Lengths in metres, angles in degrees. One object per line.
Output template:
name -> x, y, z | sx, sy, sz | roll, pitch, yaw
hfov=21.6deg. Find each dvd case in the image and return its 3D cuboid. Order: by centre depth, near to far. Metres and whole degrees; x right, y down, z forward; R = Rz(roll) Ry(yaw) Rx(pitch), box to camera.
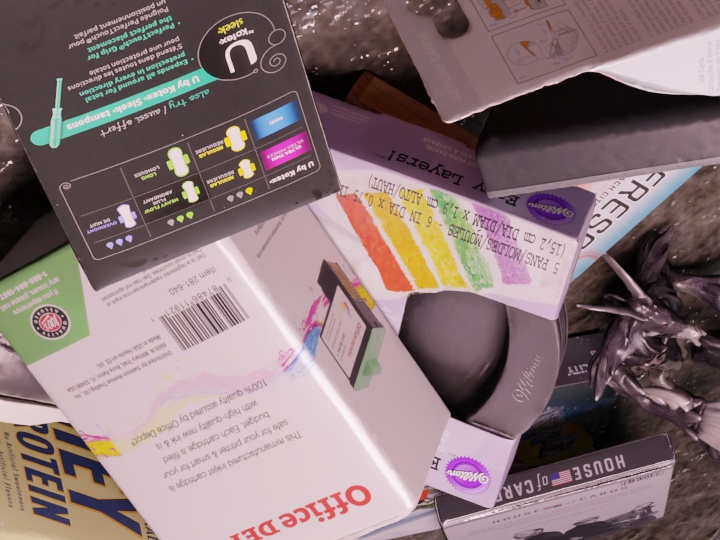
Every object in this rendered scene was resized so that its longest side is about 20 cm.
dvd case -> 0.128, 0.155, 1.229 | 0.149, 0.025, 0.200 | -16, 161, 2

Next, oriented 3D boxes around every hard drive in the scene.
hard drive -> 0.163, -0.095, 0.907 | 0.198, 0.140, 0.033 | -8, 121, 23

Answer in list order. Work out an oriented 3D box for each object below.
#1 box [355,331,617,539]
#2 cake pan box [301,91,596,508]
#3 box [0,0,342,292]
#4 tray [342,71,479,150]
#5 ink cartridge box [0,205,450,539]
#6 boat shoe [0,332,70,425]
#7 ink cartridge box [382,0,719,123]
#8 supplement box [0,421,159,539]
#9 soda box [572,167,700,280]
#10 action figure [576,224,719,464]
box -> 0.062, 0.112, 1.224 | 0.198, 0.038, 0.137 | -9, 139, -18
cake pan box -> 0.011, 0.014, 0.976 | 0.198, 0.052, 0.185 | 21, 128, 7
box -> -0.102, -0.121, 0.786 | 0.123, 0.149, 0.201 | -22, 142, -3
tray -> 0.000, 0.000, 1.024 | 0.098, 0.037, 0.201 | 30, 128, 2
ink cartridge box -> -0.070, 0.044, 0.942 | 0.144, 0.084, 0.201 | -25, 110, 30
boat shoe -> -0.144, 0.046, 1.022 | 0.199, 0.074, 0.061 | 12, 111, -43
ink cartridge box -> 0.109, -0.134, 0.867 | 0.198, 0.163, 0.050 | -21, 138, -3
supplement box -> -0.217, 0.159, 1.059 | 0.199, 0.135, 0.200 | 17, 127, -39
soda box -> 0.121, -0.056, 1.042 | 0.200, 0.064, 0.068 | -43, 138, 23
action figure -> 0.210, 0.050, 1.169 | 0.200, 0.101, 0.120 | 38, 69, -52
